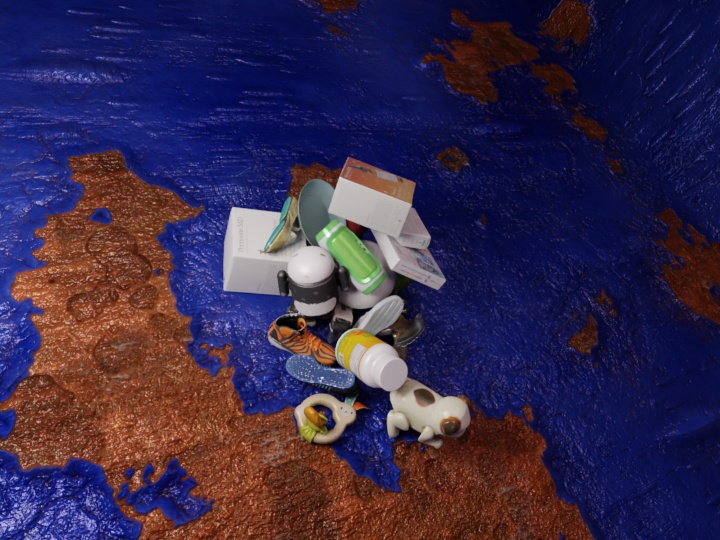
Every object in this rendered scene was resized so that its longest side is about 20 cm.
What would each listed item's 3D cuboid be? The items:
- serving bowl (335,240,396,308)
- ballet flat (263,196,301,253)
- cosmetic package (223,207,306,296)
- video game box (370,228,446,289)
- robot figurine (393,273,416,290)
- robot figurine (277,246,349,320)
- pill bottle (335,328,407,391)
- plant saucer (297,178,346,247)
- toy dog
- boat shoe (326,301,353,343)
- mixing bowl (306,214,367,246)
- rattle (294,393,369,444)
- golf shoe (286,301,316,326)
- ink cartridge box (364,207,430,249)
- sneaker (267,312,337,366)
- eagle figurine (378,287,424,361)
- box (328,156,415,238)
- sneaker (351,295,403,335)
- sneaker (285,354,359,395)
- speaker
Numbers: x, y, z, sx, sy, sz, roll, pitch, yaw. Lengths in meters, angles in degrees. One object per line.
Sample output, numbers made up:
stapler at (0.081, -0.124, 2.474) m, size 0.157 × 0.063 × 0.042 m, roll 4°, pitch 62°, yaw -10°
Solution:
serving bowl at (0.000, 0.000, 1.579) m, size 0.198 × 0.066 × 0.202 m, roll -2°, pitch 67°, yaw 4°
ballet flat at (-0.190, -0.111, 1.505) m, size 0.070 × 0.071 × 0.201 m, roll 23°, pitch 50°, yaw -8°
cosmetic package at (-0.263, -0.047, 1.573) m, size 0.198 × 0.167 × 0.169 m, roll 5°, pitch 54°, yaw -20°
video game box at (0.131, -0.049, 1.618) m, size 0.181 × 0.047 × 0.201 m, roll 21°, pitch 29°, yaw -32°
robot figurine at (0.073, -0.009, 1.712) m, size 0.198 × 0.176 × 0.116 m, roll 17°, pitch 59°, yaw 18°
robot figurine at (-0.119, 0.033, 1.470) m, size 0.150 × 0.201 × 0.125 m, roll -31°, pitch 46°, yaw -28°
pill bottle at (0.029, 0.226, 1.445) m, size 0.110 × 0.112 × 0.200 m, roll -9°, pitch 17°, yaw -30°
plant saucer at (-0.112, -0.142, 1.548) m, size 0.200 × 0.038 × 0.203 m, roll 16°, pitch 70°, yaw -53°
toy dog at (0.181, 0.345, 1.438) m, size 0.199 × 0.196 × 0.139 m, roll 10°, pitch 29°, yaw 34°
boat shoe at (-0.061, 0.129, 1.607) m, size 0.074 × 0.093 × 0.200 m, roll 19°, pitch 22°, yaw -5°
mixing bowl at (-0.085, -0.103, 1.701) m, size 0.198 × 0.200 × 0.109 m, roll 17°, pitch 74°, yaw -12°
rattle at (-0.055, 0.330, 1.412) m, size 0.198 × 0.144 × 0.130 m, roll -10°, pitch 40°, yaw -23°
golf shoe at (-0.125, 0.073, 1.618) m, size 0.094 × 0.078 × 0.201 m, roll 38°, pitch 55°, yaw -9°
ink cartridge box at (0.081, -0.133, 1.609) m, size 0.198 × 0.050 × 0.161 m, roll 6°, pitch 35°, yaw -20°
sneaker at (-0.141, 0.180, 1.495) m, size 0.198 × 0.112 × 0.078 m, roll 23°, pitch 50°, yaw -8°
eagle figurine at (0.111, 0.180, 1.599) m, size 0.150 × 0.152 × 0.201 m, roll -28°, pitch 43°, yaw 7°
box at (0.032, -0.195, 1.528) m, size 0.198 × 0.107 × 0.153 m, roll 20°, pitch 32°, yaw -4°
sneaker at (0.033, 0.132, 1.566) m, size 0.073 × 0.200 × 0.071 m, roll 41°, pitch 15°, yaw -24°
sneaker at (-0.095, 0.273, 1.468) m, size 0.198 × 0.078 × 0.071 m, roll 14°, pitch 62°, yaw 24°
speaker at (-0.024, -0.035, 1.487) m, size 0.200 × 0.088 × 0.088 m, roll 49°, pitch 49°, yaw -3°
